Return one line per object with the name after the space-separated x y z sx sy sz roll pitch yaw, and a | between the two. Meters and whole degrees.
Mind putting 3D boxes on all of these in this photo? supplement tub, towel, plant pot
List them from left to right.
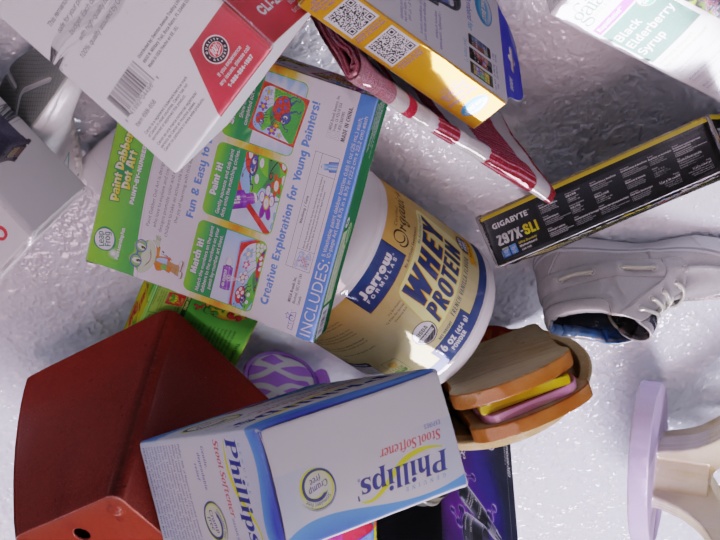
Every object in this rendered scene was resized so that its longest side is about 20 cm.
-0.193 0.188 1.616 0.199 0.177 0.200 -25 122 33 | plant pot
0.000 0.000 1.519 0.144 0.145 0.200 -34 129 31 | supplement tub
0.054 -0.131 1.380 0.199 0.144 0.023 29 109 -30 | towel

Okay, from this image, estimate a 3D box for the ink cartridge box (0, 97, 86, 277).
-0.332 -0.079 1.403 0.200 0.084 0.145 47 129 -5 | ink cartridge box

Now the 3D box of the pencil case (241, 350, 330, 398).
-0.091 0.160 1.747 0.085 0.084 0.200 -7 144 -26 | pencil case

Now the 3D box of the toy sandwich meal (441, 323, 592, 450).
0.110 0.087 1.597 0.204 0.205 0.071 -10 116 10 | toy sandwich meal

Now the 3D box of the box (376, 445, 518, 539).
0.082 0.220 1.724 0.079 0.201 0.141 -24 134 24 | box

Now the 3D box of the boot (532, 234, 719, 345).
0.251 0.025 1.589 0.199 0.096 0.074 0 138 -1 | boot

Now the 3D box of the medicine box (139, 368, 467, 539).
-0.049 0.157 1.481 0.182 0.104 0.200 -16 -179 -35 | medicine box

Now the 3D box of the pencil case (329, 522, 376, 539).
-0.016 0.261 1.859 0.088 0.089 0.201 0 136 -1 | pencil case

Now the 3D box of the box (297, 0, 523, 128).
0.039 -0.189 1.330 0.041 0.119 0.200 -34 128 31 | box

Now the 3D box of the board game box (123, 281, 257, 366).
-0.153 0.048 1.642 0.101 0.048 0.200 13 137 -16 | board game box

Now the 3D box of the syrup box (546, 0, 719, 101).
0.235 -0.199 1.352 0.199 0.082 0.079 22 132 -25 | syrup box

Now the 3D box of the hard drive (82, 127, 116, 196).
-0.122 -0.090 1.460 0.200 0.027 0.132 -36 94 33 | hard drive

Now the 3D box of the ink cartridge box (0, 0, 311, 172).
-0.154 -0.194 1.288 0.200 0.084 0.144 41 129 -2 | ink cartridge box

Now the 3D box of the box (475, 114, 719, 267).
0.208 -0.065 1.453 0.199 0.050 0.160 -24 175 22 | box

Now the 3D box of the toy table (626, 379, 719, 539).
0.319 0.192 1.730 0.116 0.185 0.200 7 152 15 | toy table

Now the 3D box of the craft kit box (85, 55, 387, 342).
-0.096 -0.071 1.396 0.197 0.049 0.201 19 107 9 | craft kit box

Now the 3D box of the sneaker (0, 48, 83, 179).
-0.256 -0.107 1.464 0.080 0.071 0.200 5 143 -31 | sneaker

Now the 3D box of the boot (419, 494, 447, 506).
-0.018 0.211 1.659 0.200 0.182 0.073 -42 116 10 | boot
